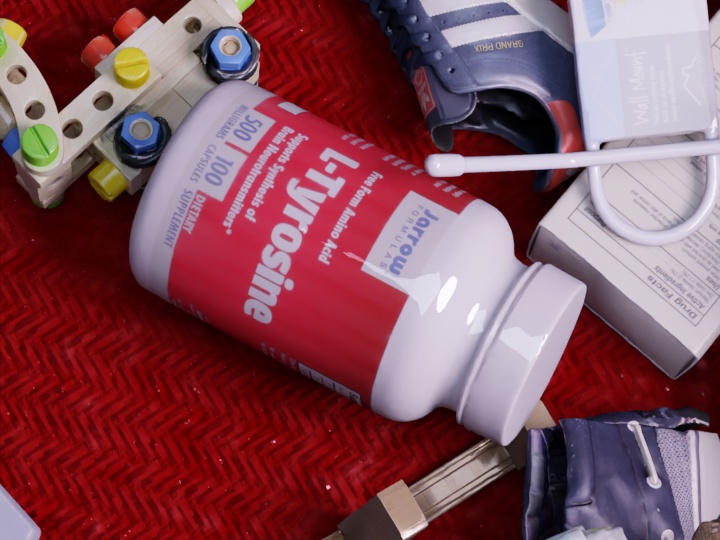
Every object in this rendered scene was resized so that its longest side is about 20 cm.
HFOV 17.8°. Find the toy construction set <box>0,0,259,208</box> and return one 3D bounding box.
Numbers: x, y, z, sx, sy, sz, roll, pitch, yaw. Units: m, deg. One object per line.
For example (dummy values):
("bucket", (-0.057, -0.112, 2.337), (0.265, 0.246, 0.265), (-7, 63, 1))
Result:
("toy construction set", (-0.125, -0.112, 1.136), (0.131, 0.092, 0.200), (43, 88, 11))

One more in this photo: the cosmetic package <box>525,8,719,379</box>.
("cosmetic package", (0.184, -0.057, 1.139), (0.103, 0.073, 0.200), (41, 81, 6))

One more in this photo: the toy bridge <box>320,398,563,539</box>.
("toy bridge", (0.010, 0.121, 1.099), (0.199, 0.067, 0.027), (-27, 80, -27))

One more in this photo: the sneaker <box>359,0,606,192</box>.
("sneaker", (0.038, -0.114, 1.142), (0.199, 0.075, 0.085), (34, 70, 5))

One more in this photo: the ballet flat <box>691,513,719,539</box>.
("ballet flat", (0.194, 0.186, 1.050), (0.200, 0.070, 0.066), (48, 68, -35))

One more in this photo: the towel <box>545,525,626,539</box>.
("towel", (0.064, 0.228, 1.027), (0.199, 0.048, 0.172), (-29, 92, 2))

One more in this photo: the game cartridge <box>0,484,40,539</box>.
("game cartridge", (-0.257, 0.159, 1.101), (0.200, 0.042, 0.133), (-42, 87, -9))

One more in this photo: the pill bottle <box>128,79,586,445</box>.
("pill bottle", (0.000, 0.000, 1.089), (0.199, 0.112, 0.113), (27, 79, 12))

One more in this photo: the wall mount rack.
("wall mount rack", (0.106, -0.111, 1.062), (0.172, 0.075, 0.202), (-6, 87, -3))

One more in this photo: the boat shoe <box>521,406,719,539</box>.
("boat shoe", (0.120, 0.161, 1.080), (0.092, 0.075, 0.202), (8, 71, -29))
